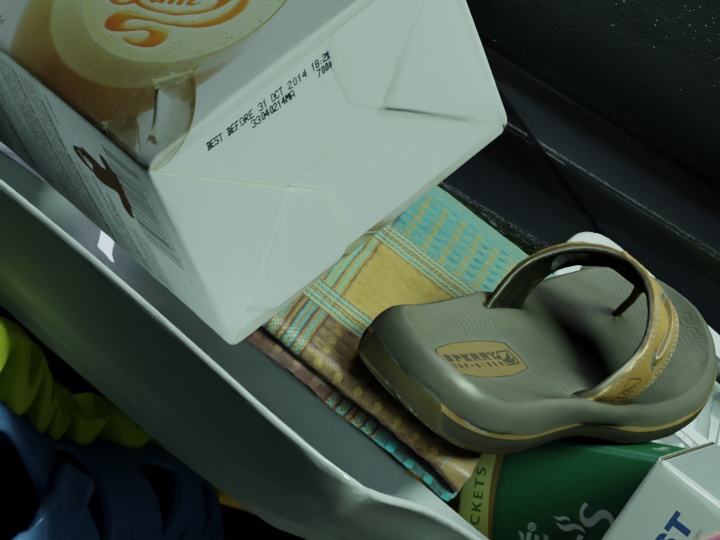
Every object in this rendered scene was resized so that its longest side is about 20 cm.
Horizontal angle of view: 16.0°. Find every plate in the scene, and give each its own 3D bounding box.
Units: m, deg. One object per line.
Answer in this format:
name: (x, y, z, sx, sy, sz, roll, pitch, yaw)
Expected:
plate: (-0.057, 0.028, 0.802, 0.199, 0.032, 0.200, 38, 0, 19)

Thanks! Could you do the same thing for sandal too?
sandal: (0.072, 0.017, 0.895, 0.082, 0.055, 0.199, 41, 23, 28)
sandal: (-0.103, 0.079, 0.803, 0.200, 0.079, 0.088, 33, 48, -61)

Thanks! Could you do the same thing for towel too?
towel: (0.000, 0.000, 0.926, 0.146, 0.022, 0.200, 38, 22, 0)

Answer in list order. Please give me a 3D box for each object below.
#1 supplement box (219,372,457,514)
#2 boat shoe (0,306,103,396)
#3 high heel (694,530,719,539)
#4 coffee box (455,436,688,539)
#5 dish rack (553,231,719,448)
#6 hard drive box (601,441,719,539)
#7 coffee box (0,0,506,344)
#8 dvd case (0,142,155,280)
supplement box: (-0.005, 0.075, 1.033, 0.199, 0.069, 0.066, 25, -6, -41)
boat shoe: (-0.169, -0.007, 0.885, 0.200, 0.063, 0.074, 28, 1, 13)
high heel: (0.080, 0.148, 0.731, 0.096, 0.199, 0.068, 49, -21, 39)
coffee box: (0.125, 0.127, 0.897, 0.199, 0.124, 0.044, 10, 6, 23)
dish rack: (0.109, 0.104, 1.053, 0.171, 0.043, 0.201, 39, 48, -33)
hard drive box: (0.141, 0.178, 0.827, 0.200, 0.156, 0.077, 37, 13, 18)
coffee box: (-0.062, -0.080, 0.816, 0.200, 0.114, 0.080, 39, -19, 44)
dvd case: (-0.111, -0.035, 0.994, 0.198, 0.016, 0.149, 8, 26, 2)
